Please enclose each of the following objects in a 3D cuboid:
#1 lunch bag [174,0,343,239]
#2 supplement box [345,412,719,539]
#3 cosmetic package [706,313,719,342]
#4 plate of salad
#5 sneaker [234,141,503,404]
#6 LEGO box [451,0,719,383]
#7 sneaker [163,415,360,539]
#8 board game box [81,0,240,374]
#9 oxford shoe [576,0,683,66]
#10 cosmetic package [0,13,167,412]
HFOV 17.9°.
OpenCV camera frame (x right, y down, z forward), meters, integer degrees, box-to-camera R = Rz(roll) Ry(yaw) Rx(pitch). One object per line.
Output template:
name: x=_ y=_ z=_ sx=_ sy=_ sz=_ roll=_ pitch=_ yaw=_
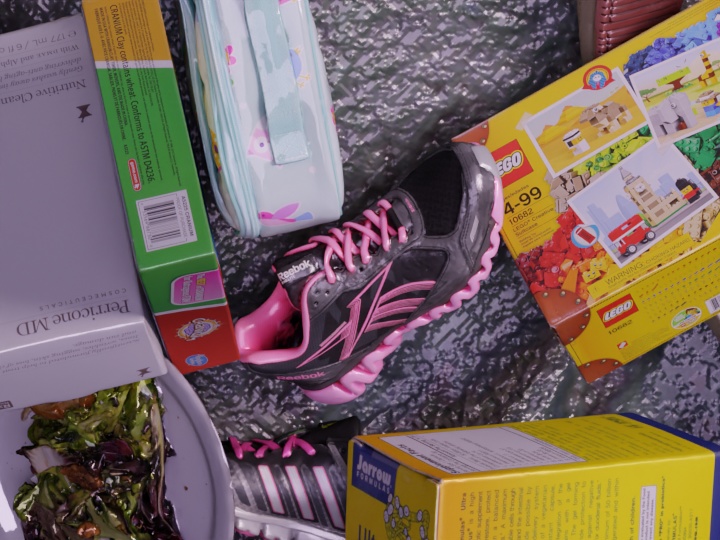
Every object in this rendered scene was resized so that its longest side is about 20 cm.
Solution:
lunch bag: x=-0.062 y=-0.122 z=1.276 sx=0.077 sy=0.160 sz=0.201 roll=-12 pitch=101 yaw=-3
supplement box: x=0.102 y=0.152 z=1.327 sx=0.199 sy=0.109 sz=0.110 roll=-3 pitch=101 yaw=-27
cosmetic package: x=0.275 y=0.037 z=1.374 sx=0.103 sy=0.073 sz=0.200 roll=-36 pitch=101 yaw=1
plate of salad: x=-0.160 y=0.125 z=1.322 sx=0.200 sy=0.048 sz=0.201 roll=9 pitch=108 yaw=30
sneaker: x=0.000 y=0.000 z=1.301 sx=0.095 sy=0.079 sz=0.200 roll=15 pitch=127 yaw=-39
LEGO box: x=0.176 y=-0.053 z=1.302 sx=0.200 sy=0.149 sz=0.077 roll=-29 pitch=145 yaw=5
sneaker: x=-0.038 y=0.119 z=1.365 sx=0.199 sy=0.074 sz=0.088 roll=23 pitch=93 yaw=-9
board game box: x=-0.107 y=-0.044 z=1.242 sx=0.040 sy=0.200 sz=0.153 roll=-13 pitch=73 yaw=-3
oxford shoe: x=0.147 y=-0.203 z=1.337 sx=0.070 sy=0.075 sz=0.201 roll=-15 pitch=118 yaw=-39
cosmetic package: x=-0.183 y=-0.030 z=1.274 sx=0.113 sy=0.081 sz=0.200 roll=-15 pitch=63 yaw=-3
